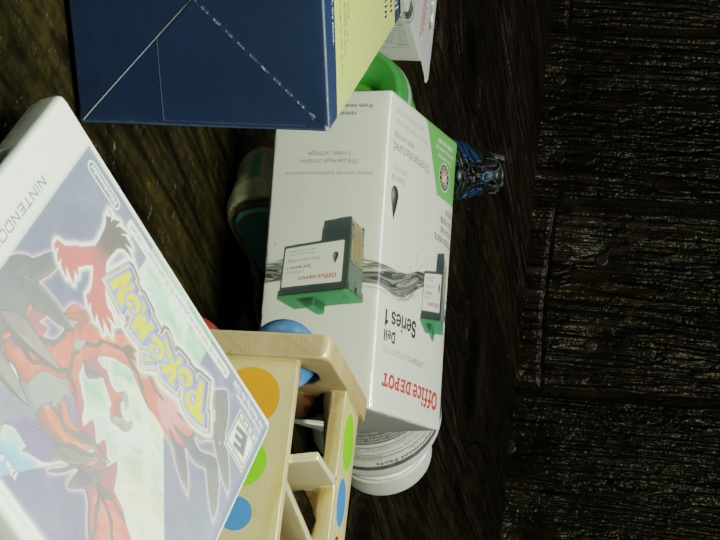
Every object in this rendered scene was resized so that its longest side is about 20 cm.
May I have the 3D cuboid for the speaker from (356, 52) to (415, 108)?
[{"bbox_3d":[0.013,-0.106,1.468,0.200,0.087,0.090,61,33,-69],"label":"speaker"}]

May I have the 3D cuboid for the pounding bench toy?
[{"bbox_3d":[-0.065,0.124,1.043,0.200,0.123,0.158,65,30,-67],"label":"pounding bench toy"}]

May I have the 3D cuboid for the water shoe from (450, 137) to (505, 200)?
[{"bbox_3d":[0.119,-0.115,2.004,0.200,0.078,0.072,-36,128,-75],"label":"water shoe"}]

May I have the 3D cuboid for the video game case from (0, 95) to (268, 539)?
[{"bbox_3d":[-0.119,0.052,0.785,0.201,0.023,0.183,60,31,-25],"label":"video game case"}]

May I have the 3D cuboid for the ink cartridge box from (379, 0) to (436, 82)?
[{"bbox_3d":[0.017,-0.252,1.487,0.200,0.067,0.117,68,27,-63],"label":"ink cartridge box"}]

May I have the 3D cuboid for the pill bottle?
[{"bbox_3d":[0.007,0.093,1.427,0.201,0.109,0.112,79,18,-52],"label":"pill bottle"}]

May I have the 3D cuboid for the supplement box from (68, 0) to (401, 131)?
[{"bbox_3d":[-0.062,-0.201,0.944,0.200,0.133,0.202,-64,155,-63],"label":"supplement box"}]

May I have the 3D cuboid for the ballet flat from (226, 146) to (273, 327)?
[{"bbox_3d":[-0.047,-0.008,1.254,0.201,0.067,0.063,79,8,-51],"label":"ballet flat"}]

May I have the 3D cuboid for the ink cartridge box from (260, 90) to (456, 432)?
[{"bbox_3d":[0.000,0.000,1.166,0.146,0.083,0.203,25,67,-68],"label":"ink cartridge box"}]
